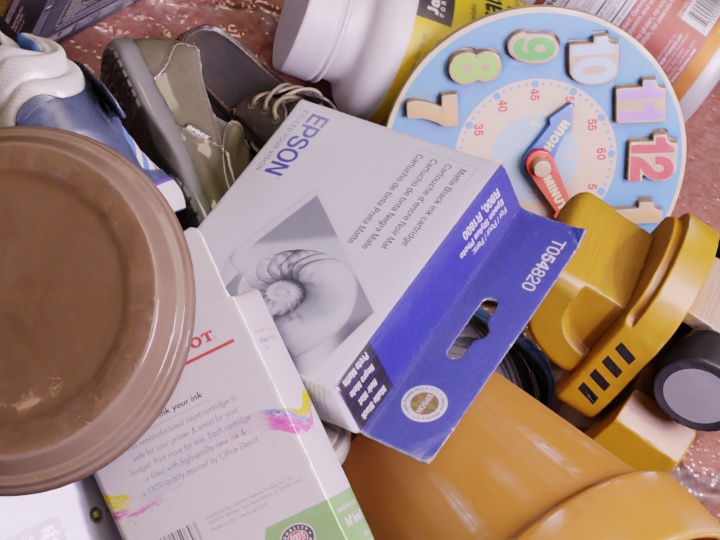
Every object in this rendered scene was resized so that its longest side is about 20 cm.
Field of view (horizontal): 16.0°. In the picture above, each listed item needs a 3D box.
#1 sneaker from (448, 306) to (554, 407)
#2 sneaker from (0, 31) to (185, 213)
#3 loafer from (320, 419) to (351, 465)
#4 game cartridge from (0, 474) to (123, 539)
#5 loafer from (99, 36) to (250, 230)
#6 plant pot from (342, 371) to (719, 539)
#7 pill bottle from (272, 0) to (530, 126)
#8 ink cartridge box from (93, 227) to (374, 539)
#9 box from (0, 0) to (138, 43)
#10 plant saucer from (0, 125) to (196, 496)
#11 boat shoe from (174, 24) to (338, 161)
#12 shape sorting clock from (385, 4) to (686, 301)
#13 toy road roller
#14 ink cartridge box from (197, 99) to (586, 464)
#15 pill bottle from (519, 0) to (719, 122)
[{"bbox_3d":[0.031,0.045,1.596,0.199,0.071,0.083,33,46,-7],"label":"sneaker"},{"bbox_3d":[-0.173,-0.080,1.492,0.080,0.200,0.147,-32,91,-1],"label":"sneaker"},{"bbox_3d":[-0.033,0.055,1.511,0.072,0.063,0.201,2,46,1],"label":"loafer"},{"bbox_3d":[-0.168,0.204,1.379,0.133,0.041,0.201,-22,98,-28],"label":"game cartridge"},{"bbox_3d":[-0.093,-0.062,1.588,0.069,0.075,0.201,-20,80,-24],"label":"loafer"},{"bbox_3d":[0.085,0.160,1.490,0.200,0.201,0.183,-21,55,-34],"label":"plant pot"},{"bbox_3d":[0.047,-0.140,1.693,0.199,0.111,0.112,17,55,-15],"label":"pill bottle"},{"bbox_3d":[-0.086,0.088,1.389,0.201,0.117,0.067,66,11,3],"label":"ink cartridge box"},{"bbox_3d":[-0.141,-0.227,1.628,0.200,0.158,0.048,-34,79,-36],"label":"box"},{"bbox_3d":[-0.186,0.018,1.348,0.199,0.029,0.201,-2,78,9],"label":"plant saucer"},{"bbox_3d":[-0.042,-0.089,1.642,0.200,0.073,0.074,47,53,7],"label":"boat shoe"},{"bbox_3d":[0.113,-0.072,1.647,0.199,0.201,0.039,17,15,-15],"label":"shape sorting clock"},{"bbox_3d":[0.156,0.042,1.570,0.146,0.200,0.123,33,46,-6],"label":"toy road roller"},{"bbox_3d":[0.000,0.000,1.484,0.199,0.041,0.200,19,53,24],"label":"ink cartridge box"},{"bbox_3d":[0.167,-0.194,1.783,0.200,0.112,0.112,35,52,-1],"label":"pill bottle"}]
